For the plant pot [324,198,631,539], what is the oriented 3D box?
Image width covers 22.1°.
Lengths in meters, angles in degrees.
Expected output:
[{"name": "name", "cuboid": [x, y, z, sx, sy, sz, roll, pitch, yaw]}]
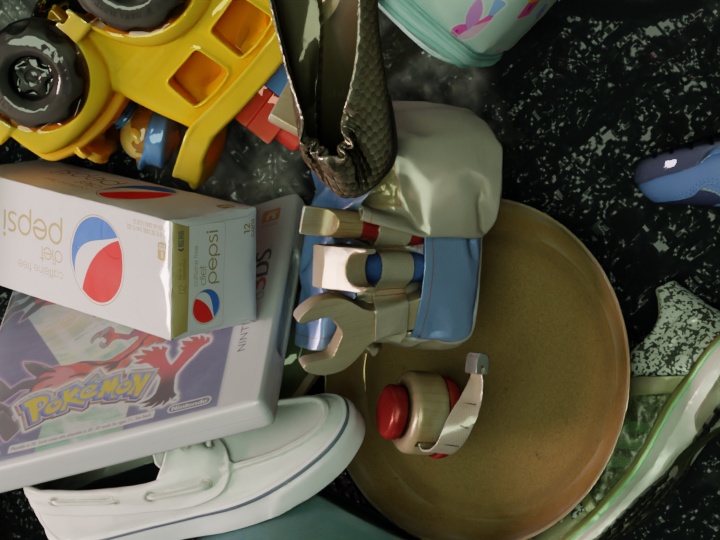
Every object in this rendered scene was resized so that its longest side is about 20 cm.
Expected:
[{"name": "plant pot", "cuboid": [0.069, 0.059, 1.064, 0.199, 0.027, 0.202, -4, 82, 32]}]

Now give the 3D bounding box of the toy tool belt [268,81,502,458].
[{"name": "toy tool belt", "cuboid": [0.000, 0.000, 1.018, 0.122, 0.125, 0.202, 5, 89, -20]}]

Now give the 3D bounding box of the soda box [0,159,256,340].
[{"name": "soda box", "cuboid": [-0.146, -0.016, 1.058, 0.199, 0.063, 0.069, 14, 108, 43]}]

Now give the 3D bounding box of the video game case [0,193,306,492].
[{"name": "video game case", "cuboid": [-0.131, 0.041, 1.072, 0.199, 0.183, 0.023, -16, 127, 19]}]

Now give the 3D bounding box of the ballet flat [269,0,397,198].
[{"name": "ballet flat", "cuboid": [-0.022, -0.132, 0.920, 0.067, 0.046, 0.201, 1, 109, 30]}]

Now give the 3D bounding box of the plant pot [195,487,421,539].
[{"name": "plant pot", "cuboid": [-0.025, 0.202, 1.069, 0.199, 0.200, 0.135, 26, 88, 10]}]

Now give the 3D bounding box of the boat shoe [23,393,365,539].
[{"name": "boat shoe", "cuboid": [-0.097, 0.108, 1.042, 0.199, 0.074, 0.066, -23, 127, 9]}]

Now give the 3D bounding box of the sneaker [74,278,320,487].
[{"name": "sneaker", "cuboid": [-0.104, 0.074, 1.101, 0.200, 0.090, 0.067, -44, 53, 18]}]

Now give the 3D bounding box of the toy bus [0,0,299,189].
[{"name": "toy bus", "cuboid": [-0.099, -0.119, 1.068, 0.192, 0.136, 0.200, 40, 110, -11]}]

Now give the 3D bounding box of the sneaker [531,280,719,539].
[{"name": "sneaker", "cuboid": [0.149, 0.089, 1.063, 0.089, 0.077, 0.200, 45, 104, 22]}]

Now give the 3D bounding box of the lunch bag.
[{"name": "lunch bag", "cuboid": [0.014, -0.197, 0.995, 0.200, 0.160, 0.077, 45, 107, 4]}]

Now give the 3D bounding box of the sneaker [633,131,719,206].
[{"name": "sneaker", "cuboid": [0.248, -0.040, 1.003, 0.198, 0.074, 0.083, 0, 101, 17]}]
